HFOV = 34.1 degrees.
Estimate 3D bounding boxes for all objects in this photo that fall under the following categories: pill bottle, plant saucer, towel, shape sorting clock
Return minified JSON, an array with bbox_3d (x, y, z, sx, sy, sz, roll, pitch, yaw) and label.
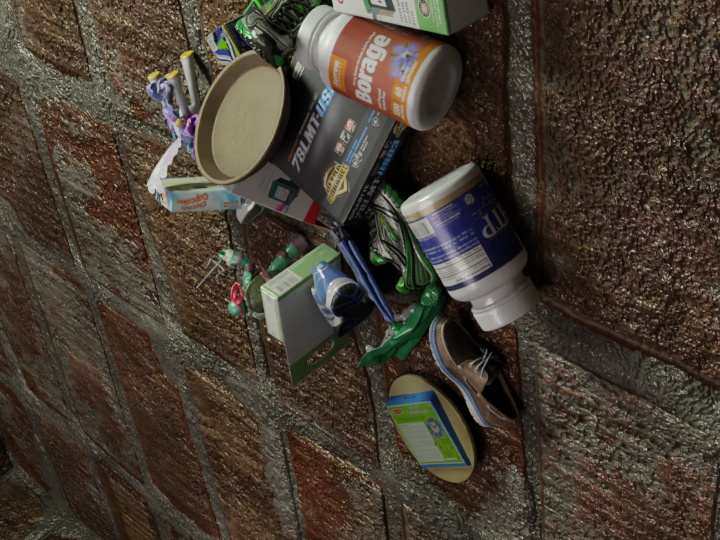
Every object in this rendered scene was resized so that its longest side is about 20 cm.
[{"bbox_3d":[0.020,-0.263,1.487,0.199,0.112,0.113,27,140,25],"label":"pill bottle"},{"bbox_3d":[-0.164,-0.214,1.660,0.199,0.029,0.201,-18,63,41],"label":"plant saucer"},{"bbox_3d":[0.000,0.000,1.777,0.147,0.024,0.200,60,179,-11],"label":"towel"},{"bbox_3d":[0.119,0.259,1.936,0.200,0.039,0.201,35,144,31],"label":"shape sorting clock"},{"bbox_3d":[0.150,-0.028,1.548,0.119,0.120,0.201,-19,105,57],"label":"pill bottle"}]

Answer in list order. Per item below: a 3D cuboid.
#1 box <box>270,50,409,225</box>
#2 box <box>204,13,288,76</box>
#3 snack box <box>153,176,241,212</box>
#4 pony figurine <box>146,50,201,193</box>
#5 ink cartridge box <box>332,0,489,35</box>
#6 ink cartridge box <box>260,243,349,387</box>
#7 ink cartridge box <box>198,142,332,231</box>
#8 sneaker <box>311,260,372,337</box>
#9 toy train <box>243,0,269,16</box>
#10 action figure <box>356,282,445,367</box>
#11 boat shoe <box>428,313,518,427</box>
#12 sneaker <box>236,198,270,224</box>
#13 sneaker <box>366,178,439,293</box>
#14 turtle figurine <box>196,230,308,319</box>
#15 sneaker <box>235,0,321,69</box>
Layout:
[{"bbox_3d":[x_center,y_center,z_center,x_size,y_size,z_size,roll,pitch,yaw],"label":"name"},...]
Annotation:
[{"bbox_3d":[-0.037,-0.200,1.625,0.198,0.050,0.201,43,122,24],"label":"box"},{"bbox_3d":[-0.146,-0.281,1.751,0.064,0.070,0.201,-14,108,55],"label":"box"},{"bbox_3d":[-0.275,-0.129,1.961,0.200,0.115,0.037,-150,57,-70],"label":"snack box"},{"bbox_3d":[-0.274,-0.229,1.891,0.166,0.193,0.201,-14,116,13],"label":"pony figurine"},{"bbox_3d":[0.047,-0.374,1.393,0.199,0.084,0.147,21,135,41],"label":"ink cartridge box"},{"bbox_3d":[-0.087,0.075,1.937,0.048,0.145,0.201,30,141,33],"label":"ink cartridge box"},{"bbox_3d":[-0.129,-0.132,1.767,0.116,0.199,0.068,36,102,50],"label":"ink cartridge box"},{"bbox_3d":[-0.033,0.044,1.883,0.077,0.076,0.200,48,166,21],"label":"sneaker"},{"bbox_3d":[-0.108,-0.393,1.607,0.042,0.056,0.200,55,149,2],"label":"toy train"},{"bbox_3d":[0.075,0.077,1.784,0.055,0.118,0.200,57,141,16],"label":"action figure"},{"bbox_3d":[0.175,0.145,1.736,0.072,0.072,0.200,-7,124,50],"label":"boat shoe"},{"bbox_3d":[-0.167,-0.155,1.911,0.080,0.070,0.201,50,141,19],"label":"sneaker"},{"bbox_3d":[0.038,-0.058,1.670,0.201,0.085,0.078,56,176,0],"label":"sneaker"},{"bbox_3d":[-0.163,0.026,1.936,0.101,0.199,0.150,33,145,43],"label":"turtle figurine"},{"bbox_3d":[-0.103,-0.330,1.529,0.078,0.200,0.085,42,117,-14],"label":"sneaker"}]
